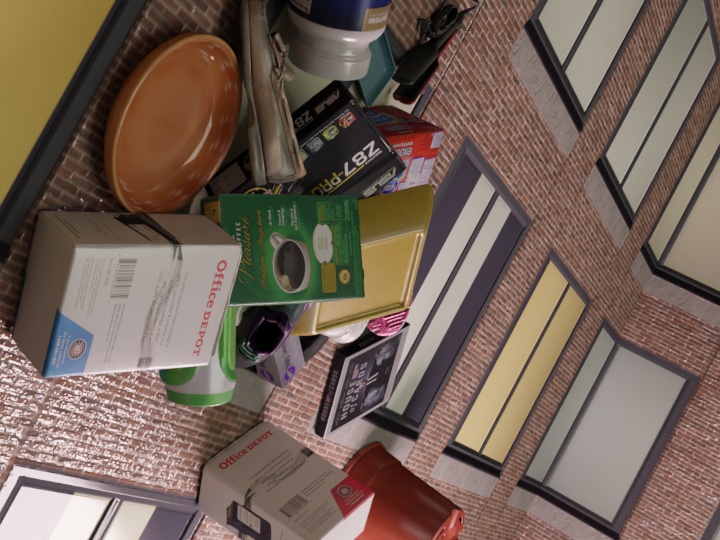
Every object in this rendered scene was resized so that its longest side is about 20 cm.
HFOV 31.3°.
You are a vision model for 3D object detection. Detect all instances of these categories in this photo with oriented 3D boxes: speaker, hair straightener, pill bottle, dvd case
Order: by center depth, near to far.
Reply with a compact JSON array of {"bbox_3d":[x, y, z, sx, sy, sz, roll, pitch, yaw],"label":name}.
[{"bbox_3d":[-0.018,-0.320,1.420,0.115,0.115,0.202,-29,140,-50],"label":"pill bottle"},{"bbox_3d":[-0.179,0.046,1.449,0.088,0.088,0.202,-13,108,-59],"label":"speaker"},{"bbox_3d":[0.105,-0.317,1.754,0.200,0.041,0.077,-50,153,-26],"label":"hair straightener"},{"bbox_3d":[0.005,0.172,2.064,0.199,0.025,0.152,-24,134,-55],"label":"dvd case"}]

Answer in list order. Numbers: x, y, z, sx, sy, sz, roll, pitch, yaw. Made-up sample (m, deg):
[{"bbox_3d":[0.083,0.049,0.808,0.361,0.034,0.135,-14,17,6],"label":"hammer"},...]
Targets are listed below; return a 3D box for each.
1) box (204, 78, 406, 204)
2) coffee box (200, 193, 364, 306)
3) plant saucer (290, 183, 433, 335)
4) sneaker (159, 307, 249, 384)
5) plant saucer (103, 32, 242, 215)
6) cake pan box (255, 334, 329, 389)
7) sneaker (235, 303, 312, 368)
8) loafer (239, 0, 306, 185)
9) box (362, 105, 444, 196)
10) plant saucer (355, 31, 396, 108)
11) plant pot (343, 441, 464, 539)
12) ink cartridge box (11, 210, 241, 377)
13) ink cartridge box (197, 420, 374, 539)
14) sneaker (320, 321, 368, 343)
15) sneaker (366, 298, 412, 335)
[{"bbox_3d":[-0.062,-0.111,1.503,0.199,0.049,0.161,-37,146,5],"label":"box"},{"bbox_3d":[-0.085,-0.023,1.433,0.199,0.044,0.124,-4,89,-41],"label":"coffee box"},{"bbox_3d":[0.000,0.000,1.595,0.198,0.049,0.201,-15,138,-25],"label":"plant saucer"},{"bbox_3d":[-0.188,0.047,1.532,0.080,0.077,0.201,39,75,-44],"label":"sneaker"},{"bbox_3d":[-0.198,-0.153,1.329,0.200,0.037,0.201,-46,151,-35],"label":"plant saucer"},{"bbox_3d":[-0.080,0.039,1.736,0.184,0.052,0.201,-46,151,-28],"label":"cake pan box"},{"bbox_3d":[-0.131,0.079,1.573,0.200,0.074,0.088,-49,-170,47],"label":"sneaker"},{"bbox_3d":[-0.095,-0.193,1.390,0.072,0.062,0.202,-110,-164,-74],"label":"loafer"},{"bbox_3d":[0.014,-0.149,1.675,0.199,0.095,0.101,-17,129,-57],"label":"box"},{"bbox_3d":[0.004,-0.289,1.613,0.070,0.019,0.200,-55,153,-18],"label":"plant saucer"},{"bbox_3d":[0.063,0.433,2.234,0.201,0.194,0.202,-43,149,-35],"label":"plant pot"},{"bbox_3d":[-0.235,0.022,1.306,0.199,0.084,0.146,0,117,-42],"label":"ink cartridge box"},{"bbox_3d":[-0.106,0.318,1.785,0.144,0.199,0.085,-32,145,-48],"label":"ink cartridge box"},{"bbox_3d":[-0.007,0.003,1.698,0.099,0.078,0.202,11,104,-61],"label":"sneaker"},{"bbox_3d":[0.032,-0.010,1.802,0.088,0.080,0.202,-12,98,-85],"label":"sneaker"}]
